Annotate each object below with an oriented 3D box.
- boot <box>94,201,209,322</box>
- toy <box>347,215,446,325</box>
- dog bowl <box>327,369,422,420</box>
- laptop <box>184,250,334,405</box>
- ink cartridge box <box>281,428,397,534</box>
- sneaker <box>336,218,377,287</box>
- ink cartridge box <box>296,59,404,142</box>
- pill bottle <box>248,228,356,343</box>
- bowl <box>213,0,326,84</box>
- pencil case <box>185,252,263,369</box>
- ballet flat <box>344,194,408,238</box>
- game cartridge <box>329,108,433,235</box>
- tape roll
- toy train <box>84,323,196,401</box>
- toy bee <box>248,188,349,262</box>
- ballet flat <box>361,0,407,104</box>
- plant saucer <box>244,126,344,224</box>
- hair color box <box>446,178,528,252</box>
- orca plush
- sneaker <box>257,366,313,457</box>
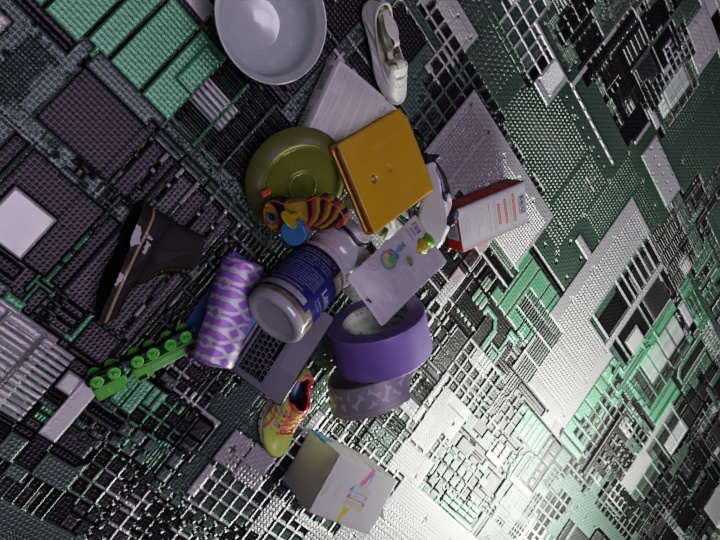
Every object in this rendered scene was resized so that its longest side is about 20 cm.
[{"bbox_3d":[-0.343,0.006,1.088,0.137,0.077,0.202,25,89,-39],"label":"boot"},{"bbox_3d":[0.067,-0.001,1.265,0.200,0.047,0.116,-41,103,-22],"label":"toy"},{"bbox_3d":[0.023,0.219,1.298,0.198,0.199,0.059,-26,104,-24],"label":"dog bowl"},{"bbox_3d":[-0.187,0.104,1.186,0.189,0.198,0.116,-57,157,-7],"label":"laptop"},{"bbox_3d":[-0.034,0.440,1.352,0.199,0.128,0.126,34,83,-34],"label":"ink cartridge box"},{"bbox_3d":[0.000,0.000,1.301,0.115,0.075,0.200,-50,117,-11],"label":"sneaker"},{"bbox_3d":[-0.017,-0.275,1.245,0.199,0.050,0.163,28,86,-43],"label":"ink cartridge box"},{"bbox_3d":[-0.096,0.020,1.146,0.200,0.115,0.117,-51,125,-36],"label":"pill bottle"},{"bbox_3d":[-0.161,-0.414,1.087,0.198,0.090,0.205,-8,106,-30],"label":"bowl"},{"bbox_3d":[-0.232,0.073,1.136,0.083,0.085,0.203,22,83,-29],"label":"pencil case"},{"bbox_3d":[0.040,-0.104,1.300,0.199,0.069,0.070,35,83,-37],"label":"ballet flat"},{"bbox_3d":[0.045,-0.190,1.232,0.199,0.032,0.178,-37,111,-39],"label":"game cartridge"},{"bbox_3d":[0.037,0.129,1.278,0.198,0.199,0.086,-25,113,-24],"label":"tape roll"},{"bbox_3d":[-0.369,0.157,1.117,0.198,0.042,0.057,-27,125,-18],"label":"toy train"},{"bbox_3d":[-0.125,-0.096,1.127,0.198,0.131,0.110,-25,103,1],"label":"toy bee"},{"bbox_3d":[0.055,-0.412,1.239,0.069,0.069,0.203,-29,116,-23],"label":"ballet flat"},{"bbox_3d":[-0.110,-0.157,1.184,0.197,0.031,0.203,-13,123,-21],"label":"plant saucer"},{"bbox_3d":[0.278,-0.125,1.452,0.198,0.061,0.103,-22,113,-25],"label":"hair color box"},{"bbox_3d":[0.152,-0.150,1.382,0.104,0.071,0.203,-13,105,19],"label":"orca plush"},{"bbox_3d":[-0.140,0.274,1.268,0.077,0.090,0.203,9,98,-35],"label":"sneaker"}]
